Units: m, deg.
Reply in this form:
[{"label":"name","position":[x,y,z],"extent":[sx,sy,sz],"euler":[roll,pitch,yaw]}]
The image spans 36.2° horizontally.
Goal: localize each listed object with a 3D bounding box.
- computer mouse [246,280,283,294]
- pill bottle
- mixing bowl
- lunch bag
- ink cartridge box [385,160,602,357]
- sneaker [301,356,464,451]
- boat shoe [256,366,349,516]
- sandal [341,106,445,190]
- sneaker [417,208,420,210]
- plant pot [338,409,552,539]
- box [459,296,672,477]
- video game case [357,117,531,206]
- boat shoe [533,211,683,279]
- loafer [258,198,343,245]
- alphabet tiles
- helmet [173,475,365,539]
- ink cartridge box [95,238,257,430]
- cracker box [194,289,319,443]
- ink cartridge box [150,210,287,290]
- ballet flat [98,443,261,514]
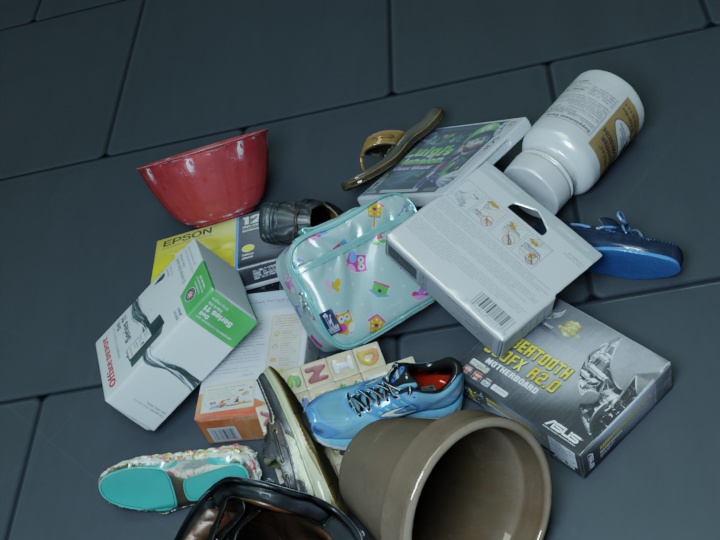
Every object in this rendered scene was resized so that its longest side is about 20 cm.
[{"label":"computer mouse","position":[-0.059,0.021,1.492],"extent":[0.199,0.034,0.059],"euler":[-10,33,3]},{"label":"pill bottle","position":[0.283,-0.167,1.479],"extent":[0.114,0.115,0.200],"euler":[24,60,37]},{"label":"mixing bowl","position":[-0.214,-0.128,1.606],"extent":[0.199,0.109,0.200],"euler":[-16,8,3]},{"label":"lunch bag","position":[0.000,0.000,1.378],"extent":[0.200,0.161,0.077],"euler":[-29,5,-22]},{"label":"ink cartridge box","position":[0.158,-0.019,1.326],"extent":[0.173,0.044,0.200],"euler":[-36,64,-22]},{"label":"sneaker","position":[0.027,0.135,1.237],"extent":[0.199,0.090,0.079],"euler":[-14,53,-22]},{"label":"boat shoe","position":[-0.080,0.198,1.230],"extent":[0.065,0.073,0.200],"euler":[-30,58,3]},{"label":"sandal","position":[0.041,-0.184,1.601],"extent":[0.200,0.055,0.082],"euler":[-42,5,-16]},{"label":"sneaker","position":[0.044,-0.050,1.467],"extent":[0.200,0.076,0.070],"euler":[-25,39,-19]},{"label":"plant pot","position":[0.071,0.231,1.146],"extent":[0.200,0.201,0.174],"euler":[-44,29,-22]},{"label":"box","position":[0.229,0.123,1.266],"extent":[0.158,0.048,0.200],"euler":[-40,47,-18]},{"label":"video game case","position":[0.113,-0.148,1.529],"extent":[0.182,0.023,0.200],"euler":[-43,24,-26]},{"label":"boat shoe","position":[0.302,-0.040,1.370],"extent":[0.199,0.084,0.069],"euler":[11,64,26]},{"label":"loafer","position":[-0.059,-0.060,1.476],"extent":[0.072,0.073,0.200],"euler":[2,6,24]},{"label":"alphabet tiles","position":[-0.014,0.173,1.289],"extent":[0.199,0.006,0.167],"euler":[-17,61,-9]},{"label":"helmet","position":[-0.084,0.312,1.101],"extent":[0.200,0.190,0.200],"euler":[-48,22,27]},{"label":"ink cartridge box","position":[-0.237,0.080,1.394],"extent":[0.200,0.083,0.147],"euler":[-46,32,8]},{"label":"cracker box","position":[-0.125,0.118,1.398],"extent":[0.133,0.058,0.200],"euler":[-7,47,13]},{"label":"ink cartridge box","position":[-0.192,-0.032,1.553],"extent":[0.197,0.047,0.200],"euler":[-17,35,5]},{"label":"ballet flat","position":[-0.210,0.245,1.313],"extent":[0.199,0.076,0.064],"euler":[-5,15,10]}]
